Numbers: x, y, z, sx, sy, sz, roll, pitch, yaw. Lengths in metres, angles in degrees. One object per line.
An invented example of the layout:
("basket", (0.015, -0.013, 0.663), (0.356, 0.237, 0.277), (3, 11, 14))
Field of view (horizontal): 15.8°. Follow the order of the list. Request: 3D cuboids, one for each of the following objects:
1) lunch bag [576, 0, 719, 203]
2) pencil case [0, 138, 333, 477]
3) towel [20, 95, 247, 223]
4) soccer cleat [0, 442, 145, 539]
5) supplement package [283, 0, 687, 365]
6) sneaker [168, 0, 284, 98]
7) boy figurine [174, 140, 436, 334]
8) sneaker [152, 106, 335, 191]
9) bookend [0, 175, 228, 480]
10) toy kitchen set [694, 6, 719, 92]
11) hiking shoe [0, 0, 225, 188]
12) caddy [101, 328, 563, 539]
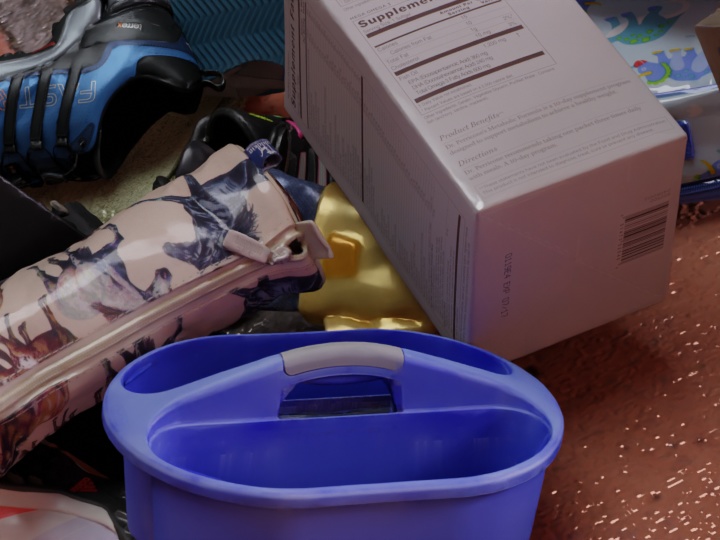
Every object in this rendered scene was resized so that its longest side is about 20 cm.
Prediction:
("lunch bag", (0.125, -0.092, 1.363), (0.198, 0.083, 0.161), (-9, 30, 15))
("pencil case", (-0.112, 0.018, 1.165), (0.199, 0.078, 0.089), (-31, 11, -15))
("towel", (-0.145, -0.070, 1.520), (0.147, 0.037, 0.200), (-6, 34, 21))
("soccer cleat", (-0.118, 0.132, 1.181), (0.199, 0.074, 0.068), (17, 24, 19))
("supplement package", (0.052, -0.071, 1.217), (0.109, 0.114, 0.200), (-20, 51, -18))
("sneaker", (-0.027, -0.140, 1.448), (0.080, 0.077, 0.199), (-5, 1, -45))
("boy figurine", (0.000, 0.000, 1.281), (0.199, 0.064, 0.125), (16, 78, 17))
("sneaker", (-0.042, -0.060, 1.398), (0.073, 0.088, 0.200), (13, 44, 41))
("bookend", (-0.194, -0.010, 1.283), (0.092, 0.198, 0.200), (-53, 36, 0))
("toy kitchen set", (0.227, -0.017, 1.076), (0.163, 0.181, 0.200), (-35, 22, -22))
("hiking shoe", (-0.177, -0.078, 1.441), (0.200, 0.074, 0.087), (-38, 60, 5))
("caddy", (-0.012, 0.079, 1.103), (0.198, 0.106, 0.141), (-3, 25, -18))
